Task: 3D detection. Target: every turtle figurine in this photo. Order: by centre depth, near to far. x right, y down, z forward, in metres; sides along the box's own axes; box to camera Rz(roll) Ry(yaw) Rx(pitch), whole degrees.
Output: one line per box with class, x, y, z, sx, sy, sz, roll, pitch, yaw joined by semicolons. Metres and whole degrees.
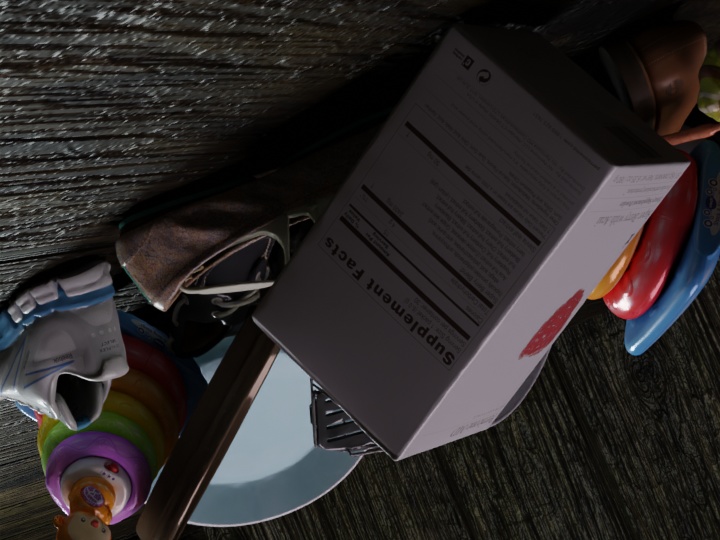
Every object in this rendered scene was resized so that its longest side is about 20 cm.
turtle figurine;0.251;-0.153;1.088;0.200;0.064;0.161;-44;173;28

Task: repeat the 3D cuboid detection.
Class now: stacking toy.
stacking toy;0.116;-0.043;1.118;0.199;0.117;0.110;20;145;-7
stacking toy;-0.172;0.125;1.204;0.110;0.116;0.200;-47;-161;22

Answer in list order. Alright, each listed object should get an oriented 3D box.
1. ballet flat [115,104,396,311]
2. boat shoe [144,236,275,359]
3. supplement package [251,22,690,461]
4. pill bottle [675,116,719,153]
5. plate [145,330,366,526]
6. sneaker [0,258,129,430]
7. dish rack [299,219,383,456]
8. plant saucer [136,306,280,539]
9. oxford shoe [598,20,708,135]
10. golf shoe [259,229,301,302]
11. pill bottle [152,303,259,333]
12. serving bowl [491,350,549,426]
ballet flat;-0.041;-0.031;1.054;0.199;0.068;0.068;-23;173;-2
boat shoe;-0.093;0.008;1.184;0.073;0.061;0.200;-18;170;-28
supplement package;0.060;-0.016;0.989;0.201;0.120;0.121;-55;160;21
pill bottle;0.269;-0.070;1.516;0.112;0.113;0.199;-28;170;32
plate;-0.084;0.113;1.359;0.198;0.026;0.201;-9;130;-11
sneaker;-0.204;0.067;1.166;0.075;0.087;0.200;-20;173;-33
dish rack;0.030;0.037;1.252;0.152;0.202;0.055;-12;-153;-22
plant saucer;-0.097;0.104;1.221;0.201;0.029;0.200;-61;180;1
oxford shoe;0.198;-0.113;1.197;0.071;0.072;0.200;-27;171;1
golf shoe;0.000;0.000;1.354;0.092;0.073;0.200;-28;171;21
pill bottle;-0.111;0.085;1.442;0.199;0.115;0.114;-20;171;-22
serving bowl;0.089;0.022;1.464;0.065;0.202;0.199;15;-164;33
